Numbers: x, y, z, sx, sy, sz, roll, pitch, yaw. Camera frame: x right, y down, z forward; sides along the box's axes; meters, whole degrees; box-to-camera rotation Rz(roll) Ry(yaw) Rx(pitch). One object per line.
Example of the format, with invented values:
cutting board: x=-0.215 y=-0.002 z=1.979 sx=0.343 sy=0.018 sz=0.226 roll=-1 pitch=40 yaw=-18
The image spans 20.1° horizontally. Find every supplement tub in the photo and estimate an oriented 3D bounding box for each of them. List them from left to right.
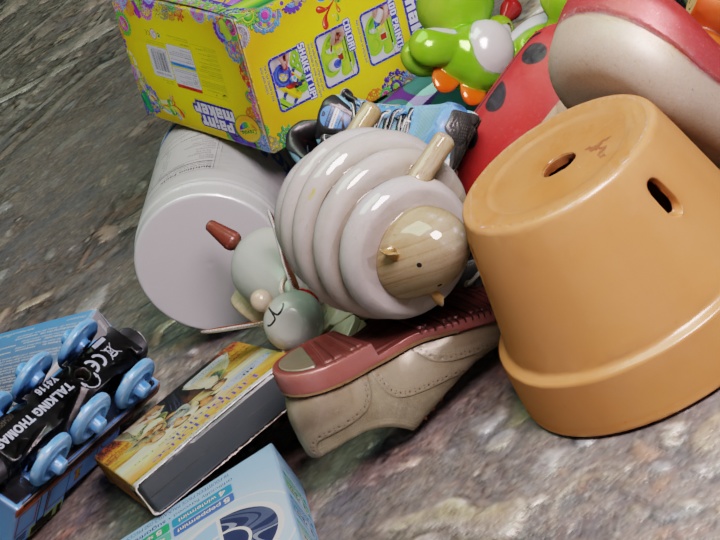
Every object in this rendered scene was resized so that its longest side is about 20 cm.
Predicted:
supplement tub: x=-0.118 y=-0.051 z=1.721 sx=0.132 sy=0.132 sz=0.200 roll=-28 pitch=24 yaw=15

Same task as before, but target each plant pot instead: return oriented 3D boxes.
plant pot: x=0.155 y=-0.014 z=1.266 sx=0.200 sy=0.140 sz=0.200 roll=-29 pitch=22 yaw=13

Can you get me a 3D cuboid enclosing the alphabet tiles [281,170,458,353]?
alphabet tiles: x=0.000 y=0.000 z=1.510 sx=0.196 sy=0.015 sz=0.200 roll=-34 pitch=26 yaw=54

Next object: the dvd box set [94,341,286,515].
dvd box set: x=-0.118 y=0.111 z=1.477 sx=0.146 sy=0.029 sz=0.200 roll=-40 pitch=10 yaw=-11

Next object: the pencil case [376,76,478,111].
pencil case: x=0.047 y=-0.111 z=1.675 sx=0.200 sy=0.085 sz=0.092 roll=-34 pitch=-14 yaw=4

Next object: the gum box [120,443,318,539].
gum box: x=-0.104 y=0.211 z=1.294 sx=0.170 sy=0.045 sz=0.200 roll=-33 pitch=23 yaw=4

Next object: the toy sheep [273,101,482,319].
toy sheep: x=0.009 y=-0.036 z=1.355 sx=0.138 sy=0.138 sz=0.200 roll=-40 pitch=30 yaw=-13

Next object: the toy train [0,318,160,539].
toy train: x=-0.237 y=0.122 z=1.571 sx=0.200 sy=0.087 sz=0.114 roll=-44 pitch=-18 yaw=-45

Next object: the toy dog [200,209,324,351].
toy dog: x=-0.072 y=-0.001 z=1.516 sx=0.132 sy=0.096 sz=0.200 roll=-62 pitch=10 yaw=-12

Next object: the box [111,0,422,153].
box: x=-0.070 y=-0.207 z=1.714 sx=0.192 sy=0.122 sz=0.200 roll=-30 pitch=29 yaw=-27

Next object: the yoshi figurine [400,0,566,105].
yoshi figurine: x=0.125 y=-0.192 z=1.581 sx=0.199 sy=0.113 sz=0.112 roll=-1 pitch=36 yaw=-23

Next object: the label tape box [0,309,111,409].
label tape box: x=-0.298 y=0.129 z=1.700 sx=0.143 sy=0.066 sz=0.200 roll=-14 pitch=33 yaw=41

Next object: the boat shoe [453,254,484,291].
boat shoe: x=0.063 y=0.008 z=1.441 sx=0.200 sy=0.068 sz=0.072 roll=-38 pitch=23 yaw=5

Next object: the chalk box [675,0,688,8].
chalk box: x=0.287 y=-0.193 z=1.460 sx=0.200 sy=0.125 sz=0.124 roll=-31 pitch=23 yaw=5

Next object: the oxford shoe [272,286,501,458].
oxford shoe: x=0.037 y=0.065 z=1.369 sx=0.199 sy=0.075 sz=0.070 roll=-19 pitch=18 yaw=-18

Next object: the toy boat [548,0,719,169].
toy boat: x=0.221 y=-0.142 z=1.335 sx=0.130 sy=0.200 sz=0.131 roll=4 pitch=72 yaw=55

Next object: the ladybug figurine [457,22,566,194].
ladybug figurine: x=0.124 y=-0.111 z=1.497 sx=0.200 sy=0.072 sz=0.136 roll=-54 pitch=3 yaw=32

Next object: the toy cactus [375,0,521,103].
toy cactus: x=0.048 y=-0.168 z=1.797 sx=0.199 sy=0.102 sz=0.165 roll=-14 pitch=38 yaw=22

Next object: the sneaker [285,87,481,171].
sneaker: x=0.007 y=-0.090 z=1.480 sx=0.200 sy=0.090 sz=0.079 roll=-13 pitch=43 yaw=56
